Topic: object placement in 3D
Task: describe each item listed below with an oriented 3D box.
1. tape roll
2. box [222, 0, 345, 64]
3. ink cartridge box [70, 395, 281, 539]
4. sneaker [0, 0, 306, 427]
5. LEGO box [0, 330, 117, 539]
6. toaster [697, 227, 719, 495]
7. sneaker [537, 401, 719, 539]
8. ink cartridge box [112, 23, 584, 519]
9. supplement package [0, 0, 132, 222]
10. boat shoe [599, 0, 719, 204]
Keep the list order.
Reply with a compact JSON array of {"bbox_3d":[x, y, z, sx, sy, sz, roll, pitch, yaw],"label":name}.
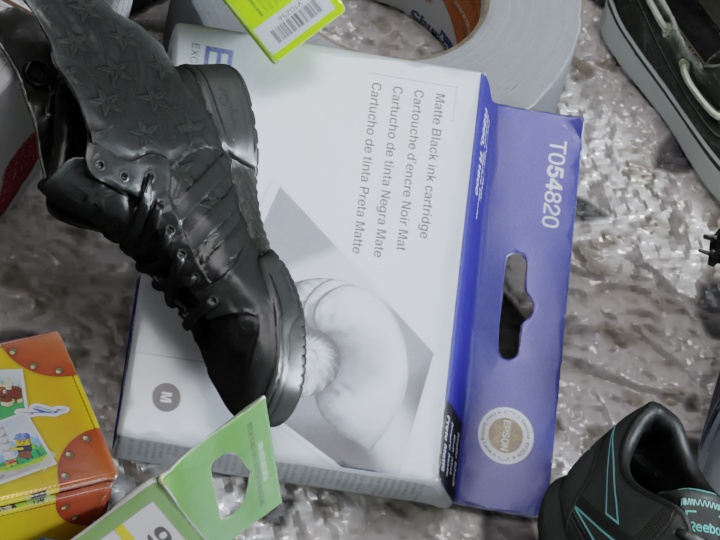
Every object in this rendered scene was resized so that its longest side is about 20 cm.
[{"bbox_3d":[0.006,-0.120,1.478,0.199,0.066,0.201,7,51,-8],"label":"tape roll"},{"bbox_3d":[-0.081,-0.190,1.373,0.048,0.122,0.200,-36,36,4],"label":"box"},{"bbox_3d":[-0.094,0.148,1.168,0.200,0.104,0.059,-37,65,-15],"label":"ink cartridge box"},{"bbox_3d":[-0.092,-0.027,1.275,0.104,0.060,0.201,2,66,-32],"label":"sneaker"},{"bbox_3d":[-0.207,0.116,1.173,0.199,0.149,0.077,-12,54,-23],"label":"LEGO box"},{"bbox_3d":[0.235,0.056,1.359,0.199,0.114,0.129,23,52,3],"label":"toaster"},{"bbox_3d":[0.127,0.140,1.259,0.075,0.079,0.200,13,36,-29],"label":"sneaker"},{"bbox_3d":[0.000,0.000,1.348,0.199,0.041,0.201,8,72,-7],"label":"ink cartridge box"},{"bbox_3d":[-0.197,-0.095,1.368,0.119,0.122,0.200,27,50,7],"label":"supplement package"},{"bbox_3d":[0.190,-0.088,1.498,0.070,0.064,0.200,-24,60,-30],"label":"boat shoe"}]
